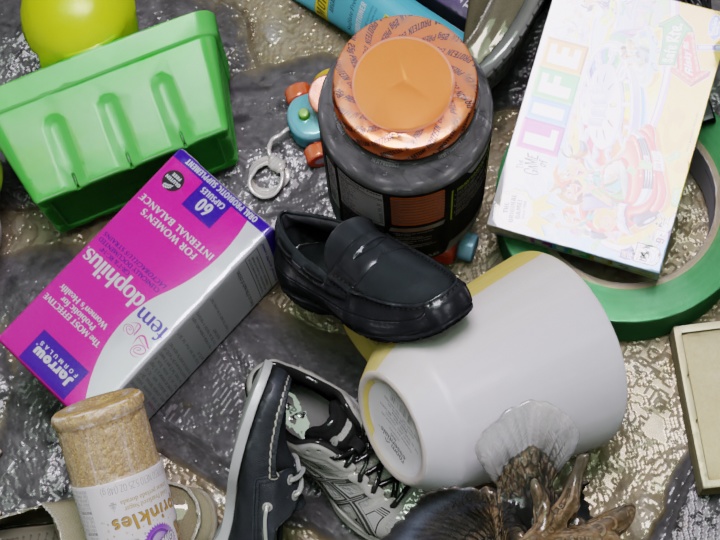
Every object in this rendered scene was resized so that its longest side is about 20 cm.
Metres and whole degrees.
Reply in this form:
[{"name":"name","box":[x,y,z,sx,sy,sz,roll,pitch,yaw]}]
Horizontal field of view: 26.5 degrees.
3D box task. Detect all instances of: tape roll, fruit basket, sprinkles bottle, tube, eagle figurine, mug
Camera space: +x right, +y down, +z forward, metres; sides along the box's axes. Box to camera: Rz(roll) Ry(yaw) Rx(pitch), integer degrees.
[{"name":"tape roll","box":[0.204,-0.048,1.186,0.198,0.048,0.203,-1,70,4]},{"name":"fruit basket","box":[-0.207,-0.160,1.202,0.213,0.156,0.218,0,77,1]},{"name":"sprinkles bottle","box":[-0.157,0.187,1.064,0.067,0.068,0.202,-15,96,-1]},{"name":"tube","box":[0.012,-0.210,1.241,0.199,0.078,0.050,36,47,20]},{"name":"eagle figurine","box":[0.101,0.193,1.011,0.152,0.200,0.151,42,69,3]},{"name":"mug","box":[0.073,0.082,1.087,0.152,0.186,0.151,-22,102,-27]}]

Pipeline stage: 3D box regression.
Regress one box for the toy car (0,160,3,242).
[{"name":"toy car","box":[-0.378,-0.078,1.204,0.198,0.176,0.151,-14,33,0]}]

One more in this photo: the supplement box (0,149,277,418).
[{"name":"supplement box","box":[-0.161,0.025,1.163,0.101,0.103,0.200,39,79,15]}]

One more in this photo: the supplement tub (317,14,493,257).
[{"name":"supplement tub","box":[0.032,-0.092,1.083,0.121,0.200,0.124,0,72,1]}]

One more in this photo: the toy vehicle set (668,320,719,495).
[{"name":"toy vehicle set","box":[0.339,0.093,1.136,0.197,0.027,0.126,-6,70,2]}]

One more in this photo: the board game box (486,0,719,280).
[{"name":"board game box","box":[0.186,-0.109,1.145,0.133,0.034,0.202,15,85,11]}]

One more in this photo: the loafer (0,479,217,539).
[{"name":"loafer","box":[-0.202,0.202,1.119,0.198,0.068,0.076,-15,70,-1]}]

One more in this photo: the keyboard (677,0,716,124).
[{"name":"keyboard","box":[0.226,-0.207,1.182,0.103,0.040,0.202,-14,77,-6]}]

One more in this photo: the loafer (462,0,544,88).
[{"name":"loafer","box":[0.111,-0.222,1.167,0.069,0.075,0.201,27,76,4]}]

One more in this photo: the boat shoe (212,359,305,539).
[{"name":"boat shoe","box":[-0.068,0.159,1.088,0.060,0.076,0.202,15,116,2]}]

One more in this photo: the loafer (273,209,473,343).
[{"name":"loafer","box":[0.000,0.000,1.062,0.068,0.071,0.200,-32,27,-26]}]

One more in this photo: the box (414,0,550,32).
[{"name":"box","box":[0.109,-0.285,1.265,0.140,0.079,0.201,33,76,18]}]

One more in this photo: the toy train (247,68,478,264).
[{"name":"toy train","box":[0.012,-0.087,1.212,0.198,0.056,0.151,20,73,11]}]

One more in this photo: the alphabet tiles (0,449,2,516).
[{"name":"alphabet tiles","box":[-0.379,0.163,1.182,0.199,0.006,0.167,37,78,16]}]

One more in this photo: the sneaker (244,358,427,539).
[{"name":"sneaker","box":[-0.008,0.137,1.117,0.199,0.088,0.076,31,74,13]}]
